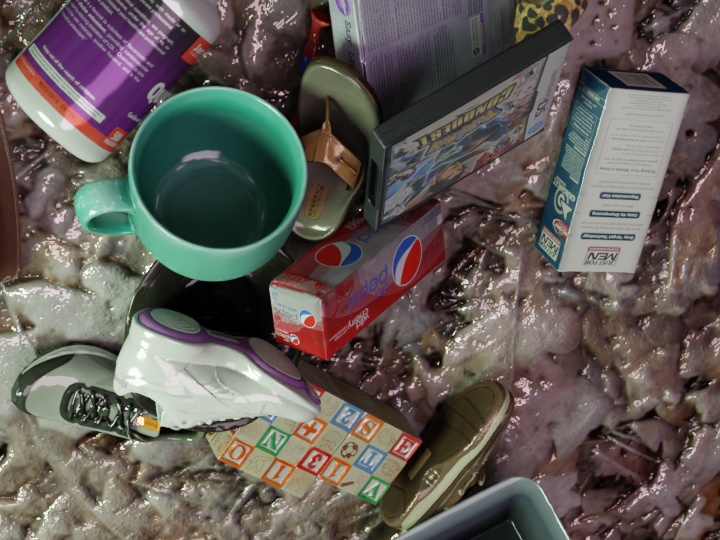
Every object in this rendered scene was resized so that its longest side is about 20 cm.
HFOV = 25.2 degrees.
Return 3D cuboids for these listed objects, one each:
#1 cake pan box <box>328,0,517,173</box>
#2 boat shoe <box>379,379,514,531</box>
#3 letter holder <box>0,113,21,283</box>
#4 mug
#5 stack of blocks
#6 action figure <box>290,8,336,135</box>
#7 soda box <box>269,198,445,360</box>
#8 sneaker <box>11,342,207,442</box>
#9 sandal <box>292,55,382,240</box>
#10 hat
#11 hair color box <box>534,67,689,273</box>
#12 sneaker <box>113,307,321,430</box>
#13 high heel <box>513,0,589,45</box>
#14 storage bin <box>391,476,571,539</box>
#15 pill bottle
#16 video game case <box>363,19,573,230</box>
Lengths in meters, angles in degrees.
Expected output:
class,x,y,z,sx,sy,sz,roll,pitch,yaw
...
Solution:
class,x,y,z,sx,sy,sz,roll,pitch,yaw
cake pan box,0.062,-0.208,1.467,0.183,0.052,0.202,-30,128,-29
boat shoe,0.105,0.202,1.735,0.074,0.075,0.203,24,117,-36
letter holder,-0.352,-0.048,1.362,0.141,0.101,0.202,-14,121,-19
mug,-0.142,-0.074,1.403,0.183,0.115,0.153,19,70,-3
stack of blocks,-0.048,0.169,1.650,0.199,0.059,0.116,30,103,-34
action figure,-0.040,-0.137,1.491,0.065,0.052,0.202,-1,120,-30
soda box,0.000,0.000,1.518,0.200,0.063,0.071,-38,134,-41
sneaker,-0.232,0.123,1.528,0.198,0.079,0.075,8,116,-27
sandal,-0.035,-0.098,1.435,0.081,0.055,0.201,23,131,3
hat,-0.143,0.046,1.521,0.198,0.081,0.203,-8,112,-19
hair color box,0.253,-0.100,1.635,0.099,0.061,0.202,1,116,-25
sneaker,-0.132,0.104,1.468,0.198,0.075,0.100,23,107,-21
high heel,0.155,-0.297,1.448,0.142,0.071,0.201,42,66,-41
storage bin,0.129,0.337,1.765,0.199,0.146,0.135,-27,163,-8
pill bottle,-0.195,-0.195,1.345,0.200,0.113,0.112,-46,126,6
video game case,0.093,-0.127,1.449,0.199,0.026,0.181,-32,163,-13
